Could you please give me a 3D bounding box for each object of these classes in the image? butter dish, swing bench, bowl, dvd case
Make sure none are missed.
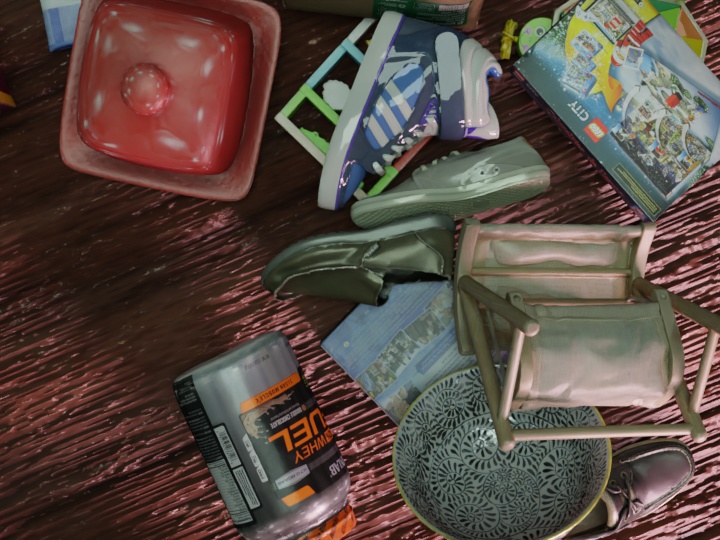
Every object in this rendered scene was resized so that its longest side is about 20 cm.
[{"bbox_3d":[-0.188,-0.170,1.069,0.197,0.148,0.202,12,99,-1],"label":"butter dish"},{"bbox_3d":[0.201,0.051,1.053,0.196,0.201,0.131,1,119,-12],"label":"swing bench"},{"bbox_3d":[0.132,0.194,1.075,0.198,0.095,0.202,-5,46,5],"label":"bowl"},{"bbox_3d":[0.077,0.093,1.146,0.143,0.018,0.200,-44,90,0],"label":"dvd case"}]

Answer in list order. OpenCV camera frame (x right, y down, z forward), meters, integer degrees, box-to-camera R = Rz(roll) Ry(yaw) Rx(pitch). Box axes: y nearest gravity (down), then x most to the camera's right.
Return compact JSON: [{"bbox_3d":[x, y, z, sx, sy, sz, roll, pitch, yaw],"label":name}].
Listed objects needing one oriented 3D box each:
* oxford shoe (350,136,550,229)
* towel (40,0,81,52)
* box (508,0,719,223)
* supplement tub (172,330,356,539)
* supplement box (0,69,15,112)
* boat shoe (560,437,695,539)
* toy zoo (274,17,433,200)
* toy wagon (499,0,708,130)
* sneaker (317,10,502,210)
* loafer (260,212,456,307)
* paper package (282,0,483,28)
[{"bbox_3d":[0.085,-0.084,1.121,0.198,0.075,0.058,-15,72,2],"label":"oxford shoe"},{"bbox_3d":[-0.259,-0.329,1.139,0.145,0.024,0.203,-10,91,1],"label":"towel"},{"bbox_3d":[0.257,-0.165,1.092,0.136,0.038,0.200,-42,90,1],"label":"box"},{"bbox_3d":[-0.087,0.170,1.096,0.121,0.123,0.202,-25,91,1],"label":"supplement tub"},{"bbox_3d":[-0.430,-0.235,1.109,0.109,0.086,0.202,-21,91,1],"label":"supplement box"},{"bbox_3d":[0.241,0.227,1.124,0.198,0.065,0.074,-27,91,1],"label":"boat shoe"},{"bbox_3d":[0.027,-0.180,1.140,0.131,0.020,0.200,43,91,0],"label":"toy zoo"},{"bbox_3d":[0.236,-0.210,1.130,0.197,0.040,0.157,11,91,0],"label":"toy wagon"},{"bbox_3d":[0.055,-0.131,1.079,0.145,0.081,0.202,22,93,-1],"label":"sneaker"},{"bbox_3d":[0.000,0.000,1.105,0.198,0.075,0.070,-15,74,8],"label":"loafer"},{"bbox_3d":[0.028,-0.340,1.088,0.197,0.103,0.193,6,83,0],"label":"paper package"}]
